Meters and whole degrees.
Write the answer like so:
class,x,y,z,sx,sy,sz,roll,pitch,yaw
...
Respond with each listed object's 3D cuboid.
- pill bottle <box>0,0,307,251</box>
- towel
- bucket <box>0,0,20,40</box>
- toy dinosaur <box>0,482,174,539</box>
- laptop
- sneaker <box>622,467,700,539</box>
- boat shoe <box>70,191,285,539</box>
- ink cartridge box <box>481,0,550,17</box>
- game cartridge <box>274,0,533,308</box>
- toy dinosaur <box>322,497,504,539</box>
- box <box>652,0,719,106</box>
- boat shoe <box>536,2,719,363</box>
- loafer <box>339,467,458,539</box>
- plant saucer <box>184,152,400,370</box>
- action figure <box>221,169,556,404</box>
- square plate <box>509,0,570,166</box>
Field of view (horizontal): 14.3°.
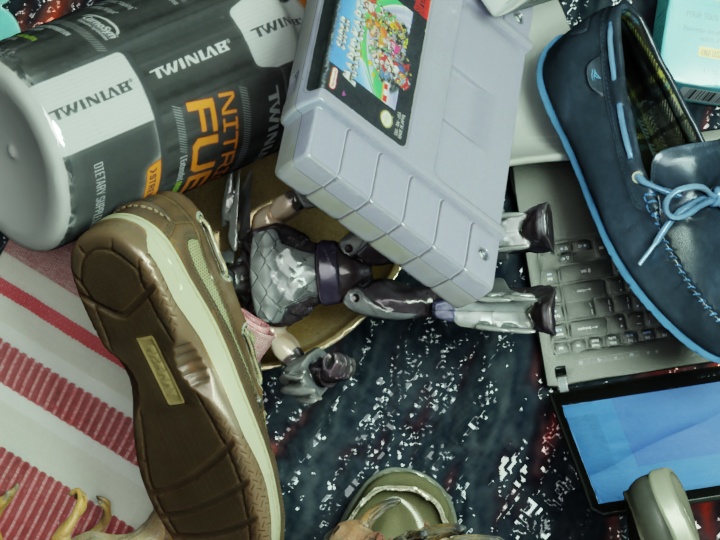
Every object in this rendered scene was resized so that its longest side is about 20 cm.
class,x,y,z,sx,sy,sz,roll,pitch,yaw
pill bottle,-0.100,-0.092,1.447,0.200,0.106,0.106,-26,84,-33
towel,-0.151,0.076,1.485,0.144,0.023,0.200,32,106,3
bucket,-0.264,-0.137,1.454,0.135,0.207,0.207,5,82,12
toy dinosaur,-0.168,0.172,1.460,0.200,0.060,0.106,-44,87,11
laptop,0.185,0.020,1.509,0.177,0.103,0.200,-8,84,-5
sneaker,0.128,0.188,1.449,0.106,0.200,0.075,-11,39,1
boat shoe,-0.073,0.055,1.414,0.075,0.075,0.203,-1,117,33
ink cartridge box,0.059,-0.232,1.509,0.057,0.163,0.200,-33,87,28
game cartridge,0.025,-0.093,1.412,0.130,0.038,0.200,39,43,-30
toy dinosaur,0.065,0.190,1.416,0.200,0.086,0.136,16,70,4
box,0.212,-0.190,1.566,0.082,0.049,0.200,9,82,-2
boat shoe,0.156,-0.047,1.479,0.084,0.069,0.200,-17,70,-48
loafer,0.009,0.201,1.491,0.075,0.070,0.200,12,82,-2
plant saucer,-0.069,-0.043,1.536,0.200,0.035,0.201,0,83,-3
action figure,0.000,0.000,1.476,0.200,0.069,0.130,-3,101,7
square plate,0.036,-0.139,1.502,0.028,0.200,0.198,-30,78,38
